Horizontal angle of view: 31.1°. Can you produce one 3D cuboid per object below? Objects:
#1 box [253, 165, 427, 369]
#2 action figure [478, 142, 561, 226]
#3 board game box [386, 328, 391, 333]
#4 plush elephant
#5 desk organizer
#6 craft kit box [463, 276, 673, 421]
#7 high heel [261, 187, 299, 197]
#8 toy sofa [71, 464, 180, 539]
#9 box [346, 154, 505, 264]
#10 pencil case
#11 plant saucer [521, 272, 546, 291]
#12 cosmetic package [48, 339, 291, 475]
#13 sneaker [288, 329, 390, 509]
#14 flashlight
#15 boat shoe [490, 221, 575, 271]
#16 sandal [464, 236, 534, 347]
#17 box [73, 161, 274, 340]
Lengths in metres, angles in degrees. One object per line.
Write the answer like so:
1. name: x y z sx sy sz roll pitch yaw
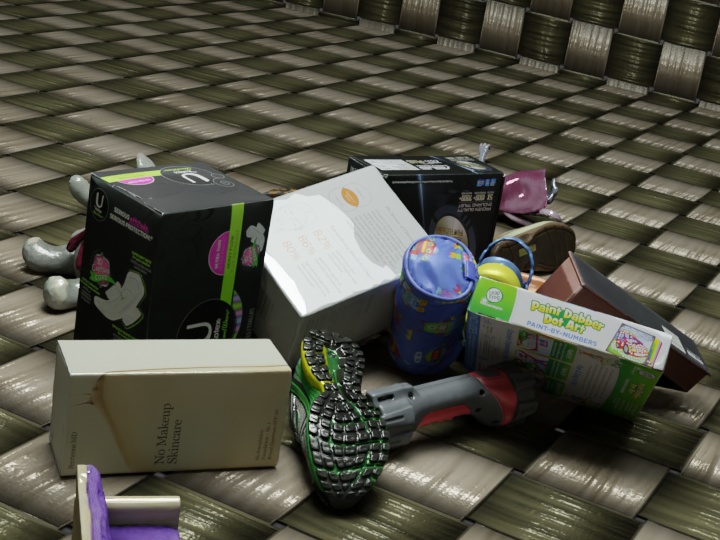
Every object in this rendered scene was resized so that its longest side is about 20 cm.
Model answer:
1. box: -0.035 -0.005 1.427 0.200 0.106 0.152 -20 61 -32
2. action figure: 0.202 -0.110 2.043 0.200 0.134 0.149 -6 64 -6
3. board game box: 0.000 0.000 1.567 0.200 0.030 0.096 43 23 0
4. plush elephant: -0.284 -0.050 1.505 0.200 0.155 0.165 2 21 -19
5. desk organizer: 0.285 0.073 1.435 0.200 0.077 0.072 33 23 -21
6. craft kit box: 0.207 0.085 1.337 0.197 0.049 0.200 20 -18 10
7. high heel: -0.063 -0.080 1.805 0.142 0.072 0.200 9 2 -20
8. toy sofa: -0.155 0.219 0.899 0.083 0.098 0.200 3 19 -16
9. box: 0.076 -0.062 1.696 0.200 0.164 0.086 -3 23 -34
10. pencil case: 0.079 0.041 1.374 0.087 0.200 0.078 2 61 -2
11. plant saucer: 0.191 0.048 1.632 0.200 0.038 0.200 8 19 -3
12. cosmetic package: -0.171 0.120 1.161 0.200 0.104 0.073 -1 22 -23
13. sneaker: -0.025 0.148 1.203 0.078 0.085 0.200 12 34 -15
14. flashlight: 0.085 0.139 1.292 0.200 0.068 0.068 -11 67 -36
15. boat shoe: 0.224 -0.033 1.839 0.200 0.072 0.076 -8 10 -44
16. sandal: 0.152 0.031 1.453 0.079 0.200 0.087 26 60 5
17. box: -0.192 0.005 1.320 0.124 0.200 0.148 28 28 37
